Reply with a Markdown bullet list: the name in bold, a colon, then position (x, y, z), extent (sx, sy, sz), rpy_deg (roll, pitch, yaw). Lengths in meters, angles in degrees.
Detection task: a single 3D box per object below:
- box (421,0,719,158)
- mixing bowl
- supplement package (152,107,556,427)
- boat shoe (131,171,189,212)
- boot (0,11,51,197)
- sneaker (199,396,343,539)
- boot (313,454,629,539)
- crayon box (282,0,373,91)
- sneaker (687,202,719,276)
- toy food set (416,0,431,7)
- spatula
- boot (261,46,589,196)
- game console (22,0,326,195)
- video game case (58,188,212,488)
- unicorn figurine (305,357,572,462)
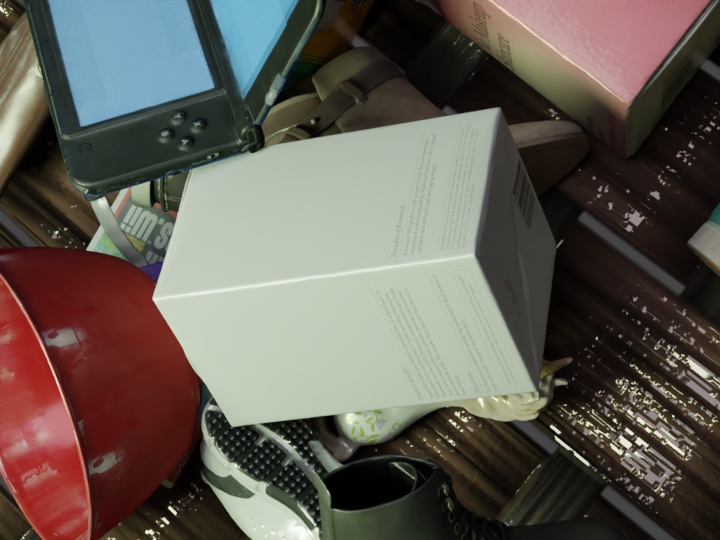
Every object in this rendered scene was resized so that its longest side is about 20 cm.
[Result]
- **box**: position (0.121, -0.182, 1.247), extent (0.199, 0.128, 0.109), rpy_deg (39, 86, 13)
- **mixing bowl**: position (-0.166, 0.066, 1.250), extent (0.108, 0.201, 0.201), rpy_deg (-20, 61, -25)
- **supplement package**: position (0.000, 0.000, 1.177), extent (0.198, 0.122, 0.121), rpy_deg (-8, 45, 21)
- **boat shoe**: position (-0.102, -0.127, 1.360), extent (0.060, 0.072, 0.203), rpy_deg (11, 64, 5)
- **boot**: position (-0.209, -0.114, 1.355), extent (0.201, 0.064, 0.187), rpy_deg (-52, 35, 12)
- **sneaker**: position (-0.023, 0.157, 1.244), extent (0.074, 0.080, 0.200), rpy_deg (-36, 75, -31)
- **boot**: position (0.067, 0.150, 1.134), extent (0.198, 0.139, 0.078), rpy_deg (-16, 40, -18)
- **crayon box**: position (-0.025, -0.206, 1.276), extent (0.058, 0.119, 0.201), rpy_deg (41, 131, 13)
- **sneaker**: position (0.287, 0.011, 1.176), extent (0.200, 0.071, 0.080), rpy_deg (40, 92, 28)
- **toy food set**: position (0.045, -0.283, 1.369), extent (0.143, 0.060, 0.201), rpy_deg (26, 82, 25)
- **spatula**: position (-0.161, -0.034, 1.308), extent (0.056, 0.021, 0.202), rpy_deg (-18, 101, 27)
- **boot**: position (0.031, -0.090, 1.309), extent (0.198, 0.070, 0.147), rpy_deg (-24, 53, -3)
- **game console**: position (-0.118, -0.171, 1.196), extent (0.169, 0.119, 0.201), rpy_deg (-16, 55, -5)
- **video game case**: position (-0.133, 0.025, 1.349), extent (0.142, 0.017, 0.201), rpy_deg (26, 82, 25)
- **unicorn figurine**: position (0.041, 0.055, 1.255), extent (0.199, 0.074, 0.138), rpy_deg (-36, 63, 23)
